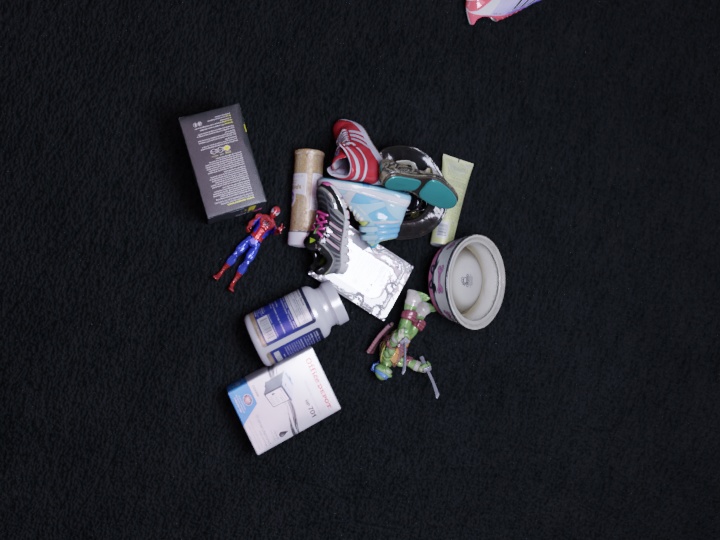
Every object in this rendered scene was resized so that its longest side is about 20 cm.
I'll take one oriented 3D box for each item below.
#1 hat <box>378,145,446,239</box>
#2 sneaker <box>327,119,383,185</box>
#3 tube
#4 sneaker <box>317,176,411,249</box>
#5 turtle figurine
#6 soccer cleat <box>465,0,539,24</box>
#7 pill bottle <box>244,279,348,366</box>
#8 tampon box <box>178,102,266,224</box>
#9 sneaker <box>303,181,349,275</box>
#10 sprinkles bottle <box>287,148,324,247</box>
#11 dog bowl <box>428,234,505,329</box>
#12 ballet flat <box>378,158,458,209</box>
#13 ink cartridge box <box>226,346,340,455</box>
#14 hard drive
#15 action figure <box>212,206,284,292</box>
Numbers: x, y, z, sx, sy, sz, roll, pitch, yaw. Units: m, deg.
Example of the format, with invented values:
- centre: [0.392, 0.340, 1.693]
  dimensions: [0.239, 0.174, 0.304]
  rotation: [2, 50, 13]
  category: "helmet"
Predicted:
- centre: [0.095, -0.172, 1.711]
  dimensions: [0.196, 0.081, 0.205]
  rotation: [1, 102, 5]
  category: "hat"
- centre: [-0.033, -0.252, 1.637]
  dimensions: [0.111, 0.201, 0.072]
  rotation: [0, 131, -38]
  category: "sneaker"
- centre: [0.199, -0.151, 1.758]
  dimensions: [0.051, 0.058, 0.204]
  rotation: [7, 82, 33]
  category: "tube"
- centre: [-0.002, -0.118, 1.649]
  dimensions: [0.196, 0.080, 0.133]
  rotation: [14, 102, 4]
  category: "sneaker"
- centre: [0.120, 0.154, 1.676]
  dimensions: [0.143, 0.199, 0.197]
  rotation: [30, 74, -25]
  category: "turtle figurine"
- centre: [0.327, -0.602, 1.789]
  dimensions: [0.196, 0.068, 0.075]
  rotation: [-11, 115, -16]
  category: "soccer cleat"
- centre: [-0.130, 0.104, 1.637]
  dimensions: [0.197, 0.116, 0.117]
  rotation: [-26, 94, -5]
  category: "pill bottle"
- centre: [-0.278, -0.211, 1.603]
  dimensions: [0.124, 0.150, 0.204]
  rotation: [-16, 92, -11]
  category: "tampon box"
- centre: [-0.074, -0.077, 1.612]
  dimensions: [0.086, 0.073, 0.204]
  rotation: [-20, 119, -32]
  category: "sneaker"
- centre: [-0.114, -0.152, 1.678]
  dimensions: [0.067, 0.068, 0.204]
  rotation: [5, 87, -11]
  category: "sprinkles bottle"
- centre: [0.225, 0.023, 1.707]
  dimensions: [0.198, 0.073, 0.205]
  rotation: [-3, 94, -43]
  category: "dog bowl"
- centre: [0.119, -0.187, 1.619]
  dimensions: [0.197, 0.068, 0.076]
  rotation: [14, 49, -33]
  category: "ballet flat"
- centre: [-0.161, 0.265, 1.652]
  dimensions: [0.198, 0.086, 0.148]
  rotation: [-27, 94, -9]
  category: "ink cartridge box"
- centre: [0.000, 0.000, 1.715]
  dimensions: [0.198, 0.038, 0.141]
  rotation: [33, 83, -10]
  category: "hard drive"
- centre: [-0.225, -0.053, 1.642]
  dimensions: [0.065, 0.099, 0.202]
  rotation: [36, 80, -10]
  category: "action figure"
